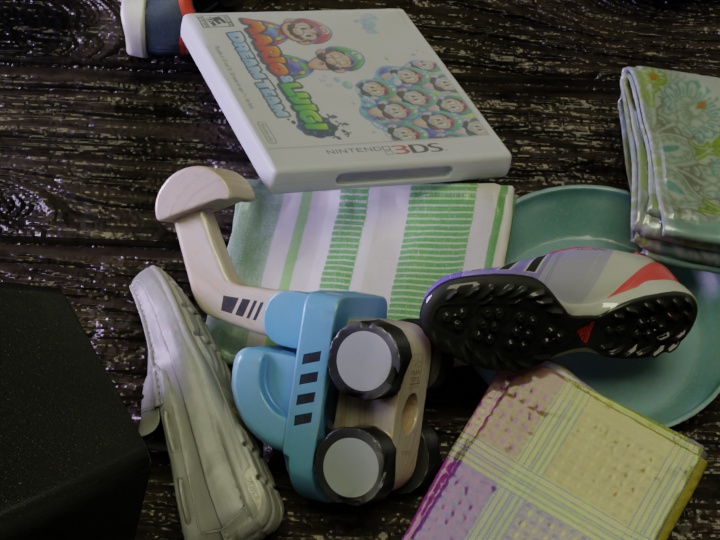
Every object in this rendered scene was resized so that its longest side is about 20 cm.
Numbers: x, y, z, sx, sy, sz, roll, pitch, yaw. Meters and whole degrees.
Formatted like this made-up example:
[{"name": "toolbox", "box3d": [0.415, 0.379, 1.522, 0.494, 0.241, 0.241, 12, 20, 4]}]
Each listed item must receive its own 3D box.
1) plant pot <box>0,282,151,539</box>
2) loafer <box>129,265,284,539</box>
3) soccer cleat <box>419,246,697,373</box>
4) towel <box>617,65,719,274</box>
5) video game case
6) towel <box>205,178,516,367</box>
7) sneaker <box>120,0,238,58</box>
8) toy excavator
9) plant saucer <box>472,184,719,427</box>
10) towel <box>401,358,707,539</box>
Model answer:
[{"name": "plant pot", "box3d": [-0.234, 0.122, 0.965, 0.176, 0.201, 0.200, -16, 57, -29]}, {"name": "loafer", "box3d": [-0.114, 0.088, 1.054, 0.069, 0.070, 0.201, -26, 61, 4]}, {"name": "soccer cleat", "box3d": [0.118, 0.018, 1.059, 0.199, 0.069, 0.073, -1, 35, -26]}, {"name": "towel", "box3d": [0.280, -0.067, 1.168, 0.199, 0.048, 0.172, 10, 48, -9]}, {"name": "video game case", "box3d": [-0.013, -0.126, 1.181, 0.181, 0.024, 0.200, -6, 41, -24]}, {"name": "towel", "box3d": [0.000, 0.000, 1.124, 0.198, 0.023, 0.153, 2, 56, 14]}, {"name": "sneaker", "box3d": [-0.128, -0.249, 1.282, 0.084, 0.075, 0.201, 5, 66, 2]}, {"name": "toy excavator", "box3d": [-0.048, 0.040, 1.047, 0.199, 0.100, 0.196, 9, 93, 23]}, {"name": "plant saucer", "box3d": [0.159, 0.032, 1.129, 0.198, 0.036, 0.201, 1, 57, -2]}, {"name": "towel", "box3d": [0.112, 0.157, 1.026, 0.143, 0.023, 0.201, 29, 73, 15]}]
